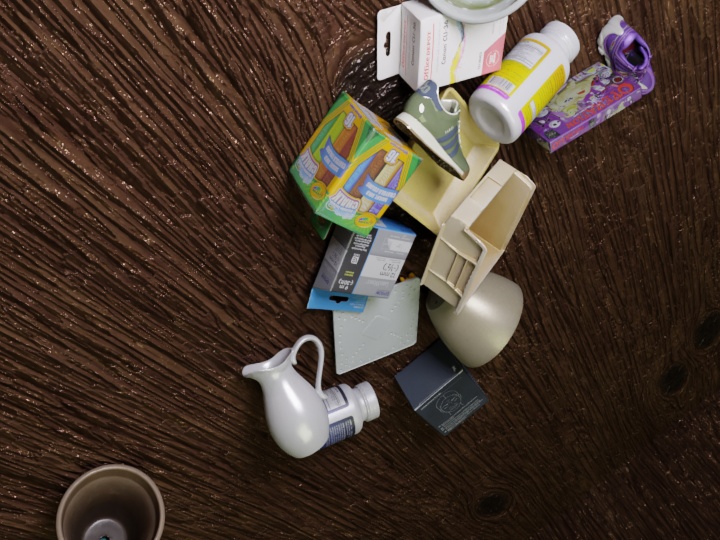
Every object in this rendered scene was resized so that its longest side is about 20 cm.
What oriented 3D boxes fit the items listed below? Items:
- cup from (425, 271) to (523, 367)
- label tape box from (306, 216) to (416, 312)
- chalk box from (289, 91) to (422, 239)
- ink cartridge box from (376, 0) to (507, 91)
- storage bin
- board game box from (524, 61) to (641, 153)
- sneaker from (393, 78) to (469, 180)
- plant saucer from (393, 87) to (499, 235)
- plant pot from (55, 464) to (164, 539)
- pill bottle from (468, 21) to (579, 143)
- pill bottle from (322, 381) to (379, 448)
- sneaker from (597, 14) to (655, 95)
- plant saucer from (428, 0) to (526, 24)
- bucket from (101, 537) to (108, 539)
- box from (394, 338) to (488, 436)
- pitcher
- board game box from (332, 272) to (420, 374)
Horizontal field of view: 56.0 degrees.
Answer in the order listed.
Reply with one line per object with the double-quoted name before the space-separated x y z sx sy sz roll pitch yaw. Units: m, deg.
"cup" 0.219 0.076 1.408 0.141 0.202 0.202 32 110 -18
"label tape box" 0.000 0.000 1.243 0.140 0.066 0.205 7 113 -37
"chalk box" -0.023 -0.147 1.069 0.122 0.126 0.202 22 113 -44
"ink cartridge box" 0.123 -0.348 1.026 0.195 0.068 0.119 -20 137 -17
"storage bin" 0.214 -0.065 1.236 0.200 0.093 0.201 -46 162 -35
"board game box" 0.386 -0.295 1.213 0.197 0.121 0.033 -31 139 -6
"sneaker" 0.134 -0.221 1.061 0.199 0.067 0.091 30 94 -49
"plant saucer" 0.134 -0.186 1.170 0.198 0.048 0.203 30 94 -48
"plant pot" -0.491 0.508 1.322 0.195 0.204 0.176 -6 149 -29
"pill bottle" 0.274 -0.314 1.114 0.200 0.103 0.105 -47 141 -12
"pill bottle" -0.061 0.316 1.473 0.195 0.112 0.113 -18 136 -18
"sneaker" 0.499 -0.376 1.243 0.081 0.084 0.198 -47 138 14
"plant saucer" 0.164 -0.445 0.917 0.050 0.196 0.204 -46 161 -55
"bucket" -0.546 0.655 1.437 0.202 0.136 0.211 -18 134 -19
"box" 0.197 0.283 1.620 0.147 0.108 0.200 -38 139 4
"pitcher" -0.119 0.246 1.337 0.169 0.121 0.204 -29 102 -17
"board game box" 0.031 0.111 1.414 0.195 0.026 0.204 -19 136 -18
